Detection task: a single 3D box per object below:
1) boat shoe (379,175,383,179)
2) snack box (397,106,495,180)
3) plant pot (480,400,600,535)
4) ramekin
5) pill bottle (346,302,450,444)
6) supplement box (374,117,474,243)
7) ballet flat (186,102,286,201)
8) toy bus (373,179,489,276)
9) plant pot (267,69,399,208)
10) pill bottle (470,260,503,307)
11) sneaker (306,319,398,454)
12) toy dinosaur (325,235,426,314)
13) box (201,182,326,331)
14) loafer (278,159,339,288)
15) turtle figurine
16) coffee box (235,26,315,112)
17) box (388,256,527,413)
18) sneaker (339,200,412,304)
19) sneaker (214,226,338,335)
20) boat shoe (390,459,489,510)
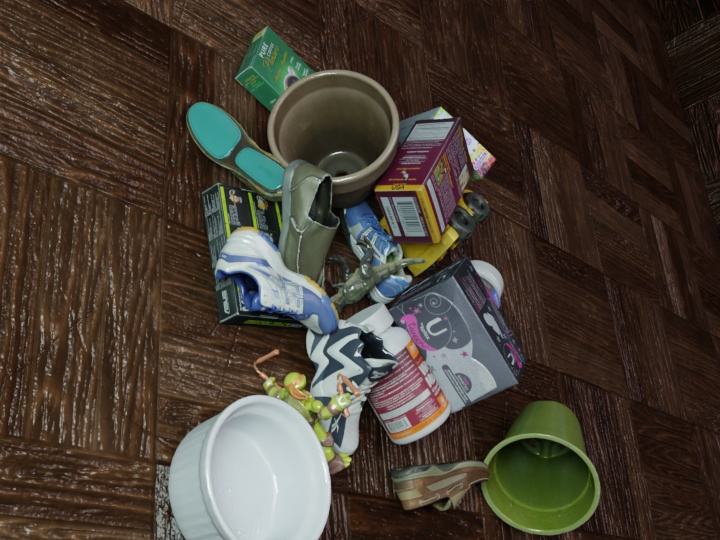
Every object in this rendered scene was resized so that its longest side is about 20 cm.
[{"bbox_3d":[0.034,-0.190,1.533,0.200,0.060,0.076,-89,179,-79],"label":"boat shoe"},{"bbox_3d":[0.140,-0.222,1.619,0.142,0.200,0.053,39,77,-18],"label":"snack box"},{"bbox_3d":[0.324,0.329,1.569,0.200,0.200,0.190,57,24,-10],"label":"plant pot"},{"bbox_3d":[-0.139,0.263,1.085,0.200,0.098,0.201,27,50,-39],"label":"ramekin"},{"bbox_3d":[0.047,0.158,1.365,0.201,0.109,0.110,60,37,-7],"label":"pill bottle"},{"bbox_3d":[0.109,-0.150,1.447,0.200,0.085,0.111,-61,141,-40],"label":"supplement box"},{"bbox_3d":[-0.178,-0.169,1.299,0.200,0.071,0.071,40,34,14],"label":"ballet flat"},{"bbox_3d":[0.115,-0.113,1.609,0.192,0.136,0.200,46,36,2],"label":"toy bus"},{"bbox_3d":[-0.035,-0.187,1.393,0.175,0.199,0.201,77,4,-68],"label":"plant pot"},{"bbox_3d":[0.186,0.072,1.582,0.114,0.114,0.200,54,38,-14],"label":"pill bottle"},{"bbox_3d":[-0.002,0.166,1.264,0.079,0.129,0.200,3,81,-52],"label":"sneaker"},{"bbox_3d":[0.000,0.000,1.413,0.200,0.047,0.088,-30,82,-18],"label":"toy dinosaur"},{"bbox_3d":[-0.135,-0.015,1.296,0.193,0.047,0.201,7,65,-46],"label":"box"},{"bbox_3d":[-0.071,-0.055,1.253,0.075,0.069,0.201,-25,119,-53],"label":"loafer"},{"bbox_3d":[-0.065,0.195,1.173,0.064,0.199,0.162,-42,125,-38],"label":"turtle figurine"},{"bbox_3d":[-0.114,-0.302,1.488,0.200,0.044,0.123,40,42,-30],"label":"coffee box"},{"bbox_3d":[0.157,0.104,1.418,0.201,0.132,0.115,59,24,-4],"label":"box"},{"bbox_3d":[0.029,-0.046,1.488,0.076,0.077,0.201,-15,80,-52],"label":"sneaker"},{"bbox_3d":[-0.118,0.035,1.208,0.200,0.075,0.088,43,55,-18],"label":"sneaker"},{"bbox_3d":[0.127,0.342,1.395,0.199,0.076,0.074,6,70,-41],"label":"boat shoe"}]
